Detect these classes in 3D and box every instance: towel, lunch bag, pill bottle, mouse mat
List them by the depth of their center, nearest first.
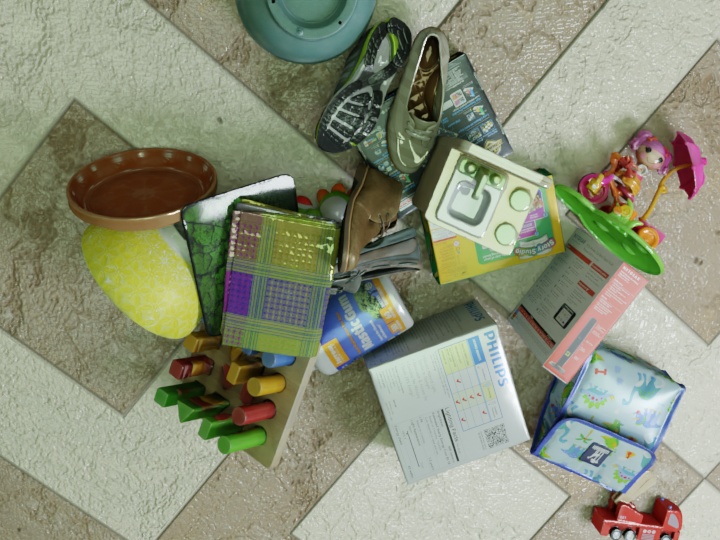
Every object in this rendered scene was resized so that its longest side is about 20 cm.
[{"bbox_3d":[-0.107,0.014,1.297,0.141,0.023,0.203,9,109,-1],"label":"towel"},{"bbox_3d":[-0.148,-0.018,1.313,0.159,0.008,0.203,-20,123,-21],"label":"mouse mat"},{"bbox_3d":[-0.031,0.081,1.442,0.198,0.112,0.113,-31,107,2],"label":"pill bottle"},{"bbox_3d":[0.373,0.225,1.516,0.168,0.128,0.202,23,99,-5],"label":"lunch bag"}]

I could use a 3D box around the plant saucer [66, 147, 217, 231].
[{"bbox_3d":[-0.289,-0.106,1.314,0.197,0.201,0.033,-3,123,-6],"label":"plant saucer"}]

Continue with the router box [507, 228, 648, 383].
[{"bbox_3d":[0.306,0.045,1.425,0.049,0.200,0.180,34,100,-14],"label":"router box"}]

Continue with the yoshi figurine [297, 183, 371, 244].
[{"bbox_3d":[-0.066,-0.048,1.410,0.197,0.113,0.113,-13,123,-5],"label":"yoshi figurine"}]

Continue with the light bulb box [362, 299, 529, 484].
[{"bbox_3d":[0.124,0.180,1.482,0.197,0.125,0.201,-19,107,-2],"label":"light bulb box"}]

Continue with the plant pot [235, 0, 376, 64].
[{"bbox_3d":[-0.067,-0.368,1.295,0.197,0.134,0.204,-2,107,-7],"label":"plant pot"}]

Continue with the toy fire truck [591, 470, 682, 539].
[{"bbox_3d":[0.441,0.368,1.614,0.197,0.049,0.143,9,103,-10],"label":"toy fire truck"}]

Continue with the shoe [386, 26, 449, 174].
[{"bbox_3d":[0.079,-0.230,1.346,0.069,0.053,0.203,8,104,-8],"label":"shoe"}]

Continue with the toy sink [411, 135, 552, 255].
[{"bbox_3d":[0.154,-0.099,1.307,0.129,0.200,0.113,22,96,-9],"label":"toy sink"}]

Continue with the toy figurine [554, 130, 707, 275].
[{"bbox_3d":[0.412,-0.128,1.441,0.199,0.150,0.185,39,86,-1],"label":"toy figurine"}]

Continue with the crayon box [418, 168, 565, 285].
[{"bbox_3d":[0.194,-0.065,1.454,0.197,0.058,0.121,-15,108,-3],"label":"crayon box"}]

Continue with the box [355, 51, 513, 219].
[{"bbox_3d":[0.097,-0.193,1.411,0.198,0.046,0.160,-31,108,3],"label":"box"}]

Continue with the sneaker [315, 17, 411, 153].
[{"bbox_3d":[-0.001,-0.251,1.356,0.073,0.081,0.202,33,89,-21],"label":"sneaker"}]

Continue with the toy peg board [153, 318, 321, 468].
[{"bbox_3d":[-0.185,0.149,1.393,0.199,0.097,0.202,29,107,28],"label":"toy peg board"}]

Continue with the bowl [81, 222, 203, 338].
[{"bbox_3d":[-0.264,-0.020,1.332,0.107,0.201,0.200,-41,107,16],"label":"bowl"}]

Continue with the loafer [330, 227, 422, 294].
[{"bbox_3d":[0.000,0.000,1.354,0.198,0.072,0.064,-22,90,-21],"label":"loafer"}]

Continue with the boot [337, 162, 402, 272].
[{"bbox_3d":[0.013,-0.069,1.318,0.074,0.201,0.074,17,133,-2],"label":"boot"}]
